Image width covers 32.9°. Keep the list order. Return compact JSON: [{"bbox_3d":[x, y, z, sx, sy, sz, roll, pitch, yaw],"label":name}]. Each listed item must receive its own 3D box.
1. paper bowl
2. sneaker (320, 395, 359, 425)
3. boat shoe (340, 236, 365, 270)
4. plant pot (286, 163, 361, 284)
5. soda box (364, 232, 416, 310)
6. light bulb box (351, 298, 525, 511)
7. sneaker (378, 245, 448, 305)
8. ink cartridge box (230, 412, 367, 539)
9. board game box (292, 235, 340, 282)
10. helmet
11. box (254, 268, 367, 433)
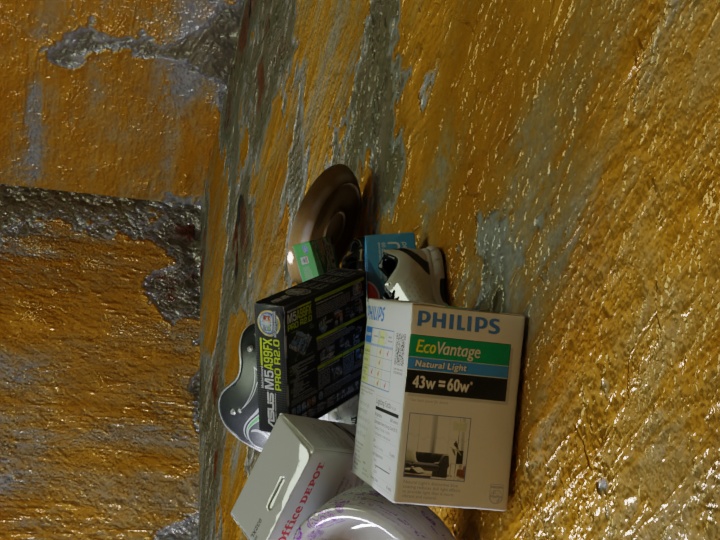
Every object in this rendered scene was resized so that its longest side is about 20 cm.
[{"bbox_3d":[0.027,0.333,1.345,0.104,0.200,0.201,-27,-46,-55],"label":"paper bowl"},{"bbox_3d":[-0.040,0.211,1.658,0.200,0.114,0.075,-64,-22,-67],"label":"sneaker"},{"bbox_3d":[0.000,0.000,1.804,0.200,0.060,0.076,-117,35,-66],"label":"boat shoe"},{"bbox_3d":[-0.049,-0.067,1.902,0.200,0.027,0.201,-49,-29,-39],"label":"plant pot"},{"bbox_3d":[0.043,0.052,1.565,0.064,0.067,0.201,88,179,-57],"label":"soda box"},{"bbox_3d":[0.077,0.136,1.298,0.198,0.124,0.201,180,96,-77],"label":"light bulb box"},{"bbox_3d":[0.066,0.050,1.478,0.200,0.080,0.074,-101,23,-45],"label":"sneaker"},{"bbox_3d":[-0.032,0.260,1.445,0.084,0.200,0.146,40,108,46],"label":"ink cartridge box"},{"bbox_3d":[-0.044,0.052,1.779,0.135,0.029,0.201,-22,-83,-76],"label":"board game box"},{"bbox_3d":[-0.114,0.176,1.919,0.191,0.199,0.200,-61,22,22],"label":"helmet"},{"bbox_3d":[-0.056,0.095,1.499,0.200,0.044,0.161,-24,-64,-58],"label":"box"}]
